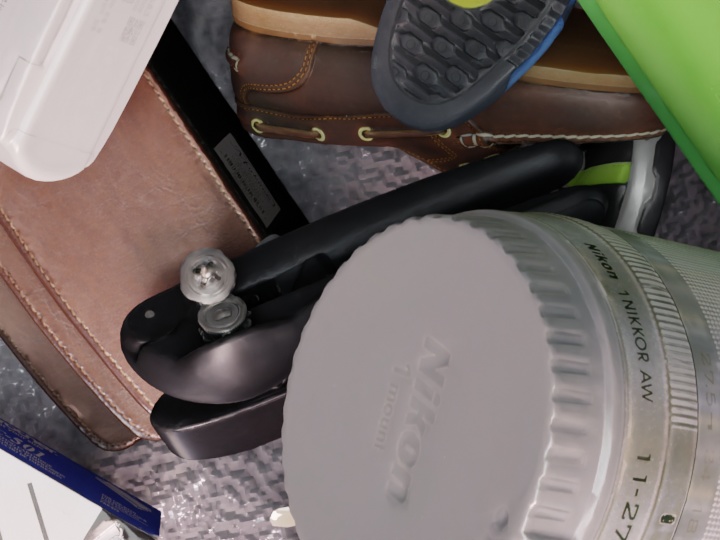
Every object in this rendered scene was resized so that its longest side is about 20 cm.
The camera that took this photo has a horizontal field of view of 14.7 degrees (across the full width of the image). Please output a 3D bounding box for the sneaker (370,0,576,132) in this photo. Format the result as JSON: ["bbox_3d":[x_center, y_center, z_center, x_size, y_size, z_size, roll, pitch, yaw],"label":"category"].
[{"bbox_3d":[0.074,-0.139,1.091,0.066,0.078,0.200,29,91,15],"label":"sneaker"}]

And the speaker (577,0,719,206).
[{"bbox_3d":[0.138,-0.092,1.037,0.088,0.089,0.200,-34,124,8],"label":"speaker"}]

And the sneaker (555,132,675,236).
[{"bbox_3d":[0.070,0.001,1.169,0.083,0.072,0.200,22,100,2],"label":"sneaker"}]

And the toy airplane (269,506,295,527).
[{"bbox_3d":[-0.013,0.170,1.140,0.141,0.200,0.199,10,144,-25],"label":"toy airplane"}]

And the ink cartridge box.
[{"bbox_3d":[-0.173,0.165,1.163,0.094,0.044,0.200,31,98,-8],"label":"ink cartridge box"}]

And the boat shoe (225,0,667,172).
[{"bbox_3d":[0.039,-0.075,1.146,0.200,0.070,0.071,11,116,24],"label":"boat shoe"}]

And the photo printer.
[{"bbox_3d":[-0.153,-0.148,1.060,0.200,0.069,0.167,30,98,30],"label":"photo printer"}]

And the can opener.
[{"bbox_3d":[0.000,0.000,1.088,0.200,0.079,0.063,-29,58,-5],"label":"can opener"}]

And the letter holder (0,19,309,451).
[{"bbox_3d":[-0.117,-0.024,1.160,0.142,0.101,0.200,-33,97,10],"label":"letter holder"}]

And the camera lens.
[{"bbox_3d":[0.091,0.065,1.038,0.200,0.160,0.160,11,103,-40],"label":"camera lens"}]
